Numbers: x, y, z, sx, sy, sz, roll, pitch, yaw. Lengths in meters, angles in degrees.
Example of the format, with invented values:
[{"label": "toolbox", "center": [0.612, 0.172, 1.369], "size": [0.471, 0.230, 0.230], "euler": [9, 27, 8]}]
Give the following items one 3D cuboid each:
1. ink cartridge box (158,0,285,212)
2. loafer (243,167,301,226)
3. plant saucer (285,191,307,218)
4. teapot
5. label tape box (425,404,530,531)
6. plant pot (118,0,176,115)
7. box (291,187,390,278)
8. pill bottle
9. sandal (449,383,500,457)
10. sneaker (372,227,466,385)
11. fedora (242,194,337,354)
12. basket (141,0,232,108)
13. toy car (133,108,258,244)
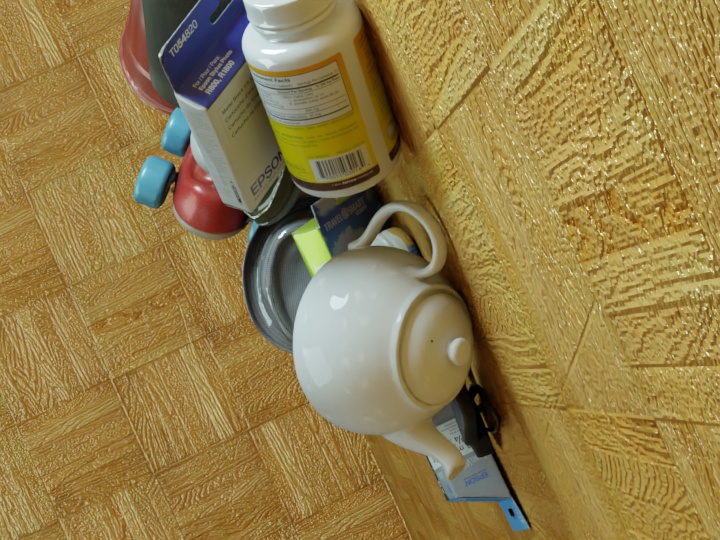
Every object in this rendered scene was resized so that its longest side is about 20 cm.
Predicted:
[{"label": "ink cartridge box", "center": [-0.091, -0.190, 1.405], "size": [0.041, 0.200, 0.200], "euler": [17, 150, 28]}, {"label": "loafer", "center": [-0.097, -0.140, 1.705], "size": [0.075, 0.069, 0.200], "euler": [52, 130, 42]}, {"label": "plant saucer", "center": [-0.065, -0.062, 1.894], "size": [0.200, 0.037, 0.201], "euler": [17, -90, -86]}, {"label": "teapot", "center": [0.041, 0.066, 1.457], "size": [0.146, 0.198, 0.200], "euler": [3, 149, 42]}, {"label": "label tape box", "center": [0.119, 0.226, 1.780], "size": [0.144, 0.063, 0.200], "euler": [96, 149, -79]}, {"label": "plant pot", "center": [-0.203, -0.320, 1.880], "size": [0.201, 0.200, 0.195], "euler": [63, 165, 17]}, {"label": "box", "center": [0.000, 0.000, 1.687], "size": [0.048, 0.122, 0.200], "euler": [-13, 107, 38]}, {"label": "pill bottle", "center": [-0.038, -0.171, 1.348], "size": [0.109, 0.109, 0.200], "euler": [-123, 10, -52]}, {"label": "sandal", "center": [0.123, 0.148, 1.596], "size": [0.200, 0.043, 0.076], "euler": [52, -162, -73]}, {"label": "sneaker", "center": [0.045, 0.057, 1.636], "size": [0.200, 0.088, 0.075], "euler": [65, 172, -9]}, {"label": "fedora", "center": [-0.057, 0.016, 1.758], "size": [0.090, 0.176, 0.201], "euler": [-55, -24, -76]}, {"label": "basket", "center": [-0.152, -0.265, 1.504], "size": [0.200, 0.136, 0.181], "euler": [101, -171, -54]}, {"label": "toy car", "center": [-0.153, -0.153, 1.817], "size": [0.200, 0.184, 0.177], "euler": [111, -179, -51]}]
